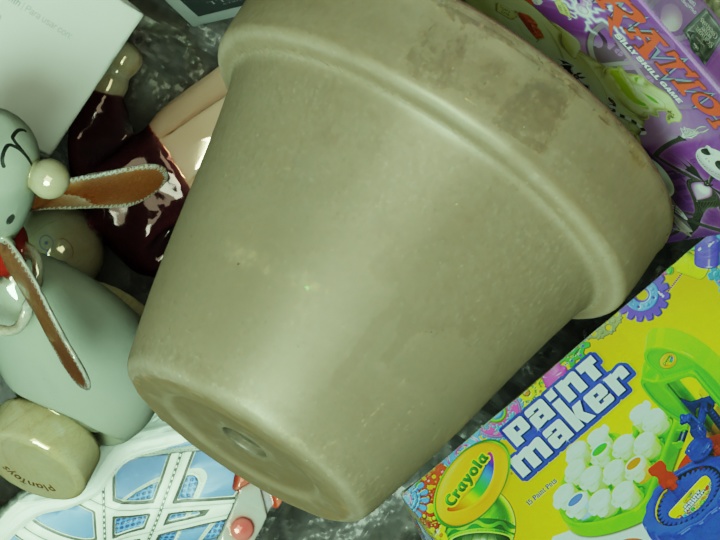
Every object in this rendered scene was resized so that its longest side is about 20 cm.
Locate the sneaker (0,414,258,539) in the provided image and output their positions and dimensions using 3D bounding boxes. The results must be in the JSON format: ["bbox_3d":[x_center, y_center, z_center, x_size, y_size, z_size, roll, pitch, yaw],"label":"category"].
[{"bbox_3d":[-0.093,0.105,1.278,0.200,0.076,0.077,-34,86,5],"label":"sneaker"}]

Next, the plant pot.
[{"bbox_3d":[0.000,0.000,1.148,0.200,0.200,0.175,32,74,2],"label":"plant pot"}]

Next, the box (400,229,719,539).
[{"bbox_3d":[0.157,0.112,1.198,0.200,0.122,0.193,-39,71,-6],"label":"box"}]

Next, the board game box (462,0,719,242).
[{"bbox_3d":[0.092,-0.090,1.132,0.200,0.120,0.032,46,60,-19],"label":"board game box"}]

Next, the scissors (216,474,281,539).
[{"bbox_3d":[-0.041,0.103,1.246,0.073,0.014,0.201,14,83,-18],"label":"scissors"}]

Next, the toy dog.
[{"bbox_3d":[-0.112,0.020,1.179,0.096,0.200,0.132,10,75,17],"label":"toy dog"}]

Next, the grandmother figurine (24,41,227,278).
[{"bbox_3d":[-0.083,-0.046,1.284,0.200,0.061,0.121,-34,81,2],"label":"grandmother figurine"}]

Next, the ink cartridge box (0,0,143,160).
[{"bbox_3d":[-0.198,-0.068,1.239,0.084,0.146,0.200,32,94,-32],"label":"ink cartridge box"}]

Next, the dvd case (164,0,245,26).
[{"bbox_3d":[-0.033,-0.156,1.197,0.150,0.200,0.025,-12,74,12],"label":"dvd case"}]

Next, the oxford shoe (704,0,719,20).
[{"bbox_3d":[0.128,-0.119,1.168,0.200,0.058,0.075,22,79,44],"label":"oxford shoe"}]
